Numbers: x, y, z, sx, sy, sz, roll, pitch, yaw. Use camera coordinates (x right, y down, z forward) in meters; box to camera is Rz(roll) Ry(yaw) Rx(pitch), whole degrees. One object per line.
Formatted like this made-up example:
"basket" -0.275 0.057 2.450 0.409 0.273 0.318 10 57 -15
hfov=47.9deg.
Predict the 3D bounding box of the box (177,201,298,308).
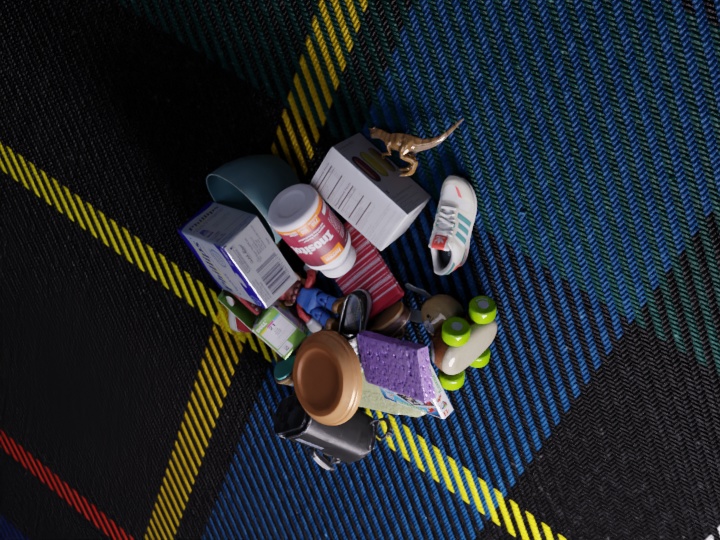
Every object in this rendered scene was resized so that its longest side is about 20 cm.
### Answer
"box" -0.262 -0.035 1.725 0.200 0.105 0.184 19 148 49

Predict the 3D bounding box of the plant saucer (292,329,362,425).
"plant saucer" -0.078 0.226 1.699 0.200 0.037 0.201 3 94 44

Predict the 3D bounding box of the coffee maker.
"coffee maker" -0.068 0.344 1.843 0.192 0.135 0.200 -40 130 22

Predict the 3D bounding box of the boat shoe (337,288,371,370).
"boat shoe" -0.023 0.138 1.707 0.068 0.057 0.201 10 95 24

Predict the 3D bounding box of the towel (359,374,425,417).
"towel" 0.054 0.253 1.832 0.199 0.036 0.149 3 113 31

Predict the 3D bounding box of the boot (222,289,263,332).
"boot" -0.245 0.065 1.902 0.144 0.072 0.201 9 123 25

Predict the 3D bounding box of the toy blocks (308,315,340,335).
"toy blocks" -0.076 0.185 1.830 0.200 0.100 0.137 -30 70 53

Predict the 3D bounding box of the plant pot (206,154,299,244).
"plant pot" -0.207 -0.167 1.710 0.200 0.135 0.200 36 158 18

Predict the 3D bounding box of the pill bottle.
"pill bottle" -0.091 -0.074 1.640 0.113 0.113 0.200 -4 145 32

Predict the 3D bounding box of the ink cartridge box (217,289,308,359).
"ink cartridge box" -0.214 0.091 1.801 0.200 0.148 0.076 42 95 -8

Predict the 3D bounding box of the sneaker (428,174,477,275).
"sneaker" 0.174 -0.082 1.566 0.070 0.093 0.201 15 119 24

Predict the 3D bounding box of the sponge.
"sponge" 0.068 0.189 1.617 0.200 0.030 0.112 9 115 54

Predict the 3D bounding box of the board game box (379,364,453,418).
"board game box" 0.095 0.232 1.691 0.200 0.035 0.127 8 131 54

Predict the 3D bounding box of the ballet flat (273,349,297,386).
"ballet flat" -0.162 0.222 1.864 0.068 0.200 0.073 -24 114 0

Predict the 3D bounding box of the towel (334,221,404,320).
"towel" 0.000 0.000 1.732 0.145 0.022 0.200 -40 76 39

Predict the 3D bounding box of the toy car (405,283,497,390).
"toy car" 0.160 0.108 1.641 0.200 0.158 0.165 35 144 32

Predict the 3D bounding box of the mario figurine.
"mario figurine" -0.102 0.056 1.798 0.200 0.124 0.106 32 161 34

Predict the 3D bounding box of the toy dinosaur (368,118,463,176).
"toy dinosaur" 0.096 -0.239 1.559 0.199 0.060 0.107 9 115 27

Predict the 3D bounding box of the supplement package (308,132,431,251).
"supplement package" 0.018 -0.158 1.609 0.200 0.114 0.110 42 128 7

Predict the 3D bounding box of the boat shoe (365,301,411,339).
"boat shoe" 0.060 0.125 1.734 0.070 0.070 0.200 39 150 -8
